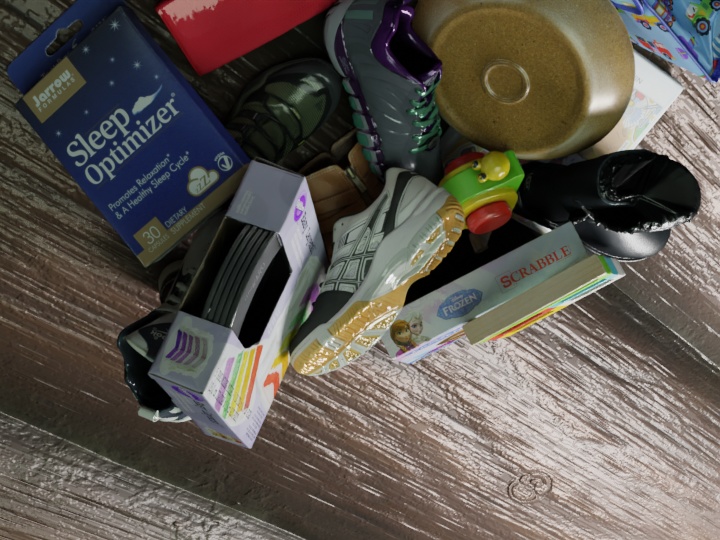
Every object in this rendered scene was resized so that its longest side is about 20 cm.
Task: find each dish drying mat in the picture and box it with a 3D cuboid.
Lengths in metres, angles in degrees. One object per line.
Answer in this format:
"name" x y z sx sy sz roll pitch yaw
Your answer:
"dish drying mat" -0.065 -0.236 0.772 0.199 0.018 0.077 -29 128 4

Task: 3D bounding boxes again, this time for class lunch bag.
"lunch bag" 0.207 -0.254 0.753 0.199 0.151 0.094 24 109 -27

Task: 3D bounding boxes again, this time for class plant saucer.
"plant saucer" 0.126 -0.167 0.790 0.199 0.035 0.201 20 139 18

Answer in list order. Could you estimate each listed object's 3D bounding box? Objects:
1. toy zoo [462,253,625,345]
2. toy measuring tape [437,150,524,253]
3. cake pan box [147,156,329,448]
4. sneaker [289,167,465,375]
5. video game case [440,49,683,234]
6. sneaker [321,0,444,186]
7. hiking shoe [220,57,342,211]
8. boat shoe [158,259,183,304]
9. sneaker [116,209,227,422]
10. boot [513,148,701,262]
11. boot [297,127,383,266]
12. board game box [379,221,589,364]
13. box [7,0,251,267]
"toy zoo" 0.179 0.026 0.879 0.131 0.021 0.200 -30 169 17
"toy measuring tape" 0.102 -0.056 0.879 0.073 0.074 0.200 -12 161 -8
"cake pan box" -0.088 0.033 0.755 0.052 0.185 0.200 18 159 11
"sneaker" 0.000 0.000 0.816 0.200 0.088 0.076 -48 154 3
"video game case" 0.188 -0.140 0.912 0.182 0.023 0.200 24 115 -29
"sneaker" 0.040 -0.138 0.800 0.074 0.087 0.200 -50 128 -28
"hiking shoe" -0.092 -0.099 0.808 0.200 0.101 0.076 -37 127 11
"boat shoe" -0.104 0.049 0.937 0.200 0.061 0.072 17 118 -26
"sneaker" -0.145 0.041 0.802 0.079 0.130 0.200 26 95 5
"boot" 0.254 -0.055 0.869 0.199 0.168 0.077 18 86 -24
"boot" -0.017 -0.030 0.895 0.200 0.074 0.155 -46 121 -6
"board game box" 0.119 0.030 0.926 0.199 0.041 0.200 -28 170 4
"box" -0.187 -0.117 0.748 0.121 0.032 0.200 -38 93 13
